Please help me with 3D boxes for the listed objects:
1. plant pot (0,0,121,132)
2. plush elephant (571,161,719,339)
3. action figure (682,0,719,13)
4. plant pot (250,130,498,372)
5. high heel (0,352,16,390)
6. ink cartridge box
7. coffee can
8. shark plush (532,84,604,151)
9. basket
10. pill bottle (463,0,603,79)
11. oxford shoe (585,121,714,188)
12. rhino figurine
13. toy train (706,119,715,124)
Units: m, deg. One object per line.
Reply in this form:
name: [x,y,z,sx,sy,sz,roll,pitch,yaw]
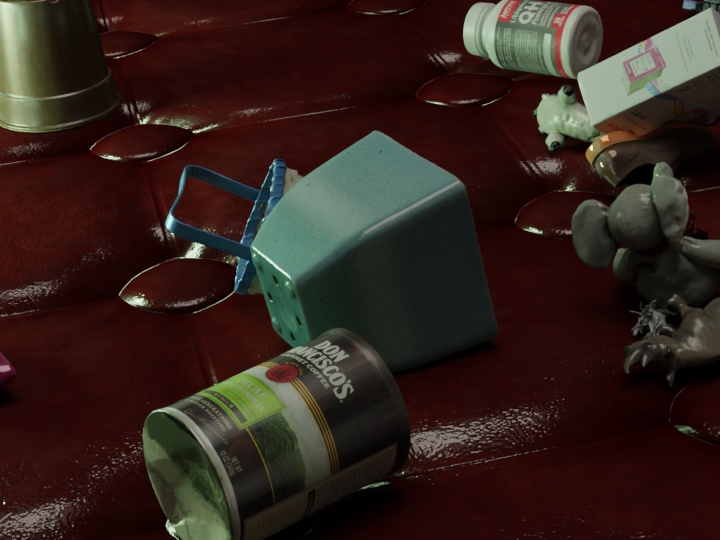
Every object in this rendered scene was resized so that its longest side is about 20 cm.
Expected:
plant pot: [-0.481,-0.343,2.515,0.198,0.200,0.201,-4,25,2]
plush elephant: [0.324,-0.040,1.763,0.164,0.156,0.200,-6,27,39]
action figure: [0.627,-0.456,2.637,0.199,0.106,0.193,16,24,33]
plant pot: [0.000,0.000,1.743,0.199,0.197,0.196,-27,32,-18]
high heel: [-0.423,0.071,1.795,0.095,0.068,0.200,-16,31,1]
ink cartridge box: [0.402,-0.240,2.104,0.199,0.085,0.144,-23,-24,29]
coffee can: [-0.075,0.156,1.472,0.199,0.148,0.146,-24,31,-32]
shark plush: [0.288,-0.204,2.273,0.083,0.092,0.200,9,1,-15]
basket: [-0.123,-0.052,1.891,0.199,0.140,0.177,25,25,-8]
pill bottle: [0.262,-0.360,2.499,0.199,0.112,0.111,13,31,34]
oxford shoe: [0.385,-0.141,2.102,0.199,0.072,0.073,-12,58,-27]
rhino figurine: [0.348,0.065,1.672,0.199,0.060,0.087,-23,35,-26]
toy train: [0.492,-0.265,2.321,0.199,0.056,0.150,-17,29,-22]
